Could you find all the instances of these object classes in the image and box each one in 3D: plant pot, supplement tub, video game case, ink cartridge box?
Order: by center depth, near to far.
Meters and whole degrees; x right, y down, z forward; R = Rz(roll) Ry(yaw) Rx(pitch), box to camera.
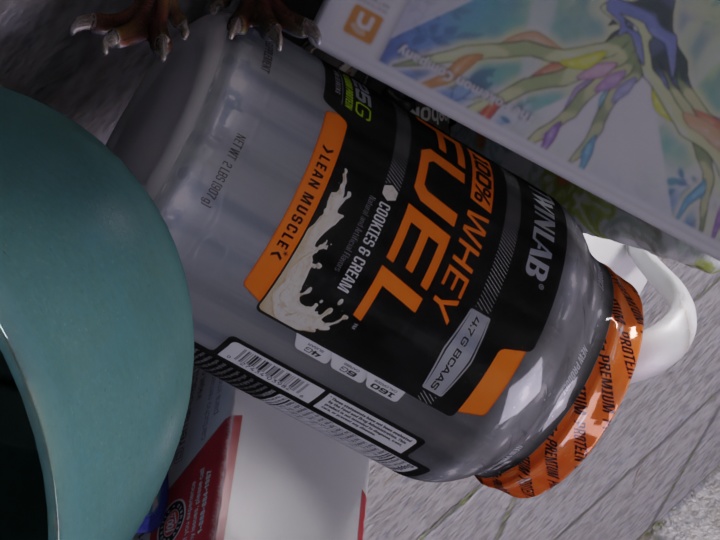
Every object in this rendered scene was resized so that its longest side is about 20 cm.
[{"bbox_3d":[-0.142,0.029,0.665,0.201,0.200,0.161,-55,173,28],"label":"plant pot"},{"bbox_3d":[0.108,-0.115,0.755,0.183,0.199,0.022,-62,-179,19],"label":"video game case"},{"bbox_3d":[0.000,0.000,0.810,0.123,0.199,0.123,-50,-158,29],"label":"supplement tub"},{"bbox_3d":[-0.091,0.130,0.984,0.200,0.084,0.145,-37,-148,36],"label":"ink cartridge box"}]

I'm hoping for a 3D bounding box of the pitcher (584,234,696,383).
[{"bbox_3d":[0.088,-0.004,0.985,0.200,0.171,0.122,-48,134,-52],"label":"pitcher"}]

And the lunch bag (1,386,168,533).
[{"bbox_3d":[-0.156,0.072,0.854,0.201,0.127,0.170,-61,161,-4],"label":"lunch bag"}]

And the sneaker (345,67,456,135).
[{"bbox_3d":[0.018,-0.106,0.880,0.071,0.098,0.201,-4,134,-52],"label":"sneaker"}]

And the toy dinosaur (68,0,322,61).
[{"bbox_3d":[-0.053,-0.160,0.697,0.104,0.200,0.182,-1,119,-15],"label":"toy dinosaur"}]

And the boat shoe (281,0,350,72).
[{"bbox_3d":[0.004,-0.162,0.802,0.057,0.067,0.201,6,123,-44],"label":"boat shoe"}]

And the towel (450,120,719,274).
[{"bbox_3d":[0.101,-0.100,0.878,0.048,0.200,0.172,14,93,-38],"label":"towel"}]
